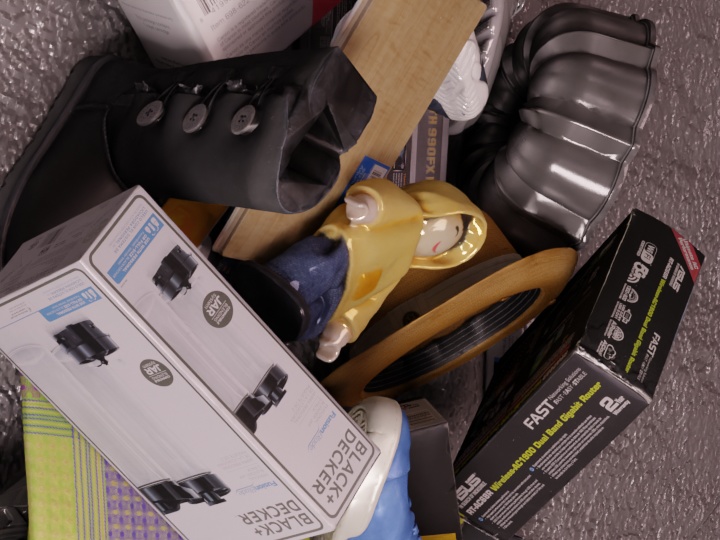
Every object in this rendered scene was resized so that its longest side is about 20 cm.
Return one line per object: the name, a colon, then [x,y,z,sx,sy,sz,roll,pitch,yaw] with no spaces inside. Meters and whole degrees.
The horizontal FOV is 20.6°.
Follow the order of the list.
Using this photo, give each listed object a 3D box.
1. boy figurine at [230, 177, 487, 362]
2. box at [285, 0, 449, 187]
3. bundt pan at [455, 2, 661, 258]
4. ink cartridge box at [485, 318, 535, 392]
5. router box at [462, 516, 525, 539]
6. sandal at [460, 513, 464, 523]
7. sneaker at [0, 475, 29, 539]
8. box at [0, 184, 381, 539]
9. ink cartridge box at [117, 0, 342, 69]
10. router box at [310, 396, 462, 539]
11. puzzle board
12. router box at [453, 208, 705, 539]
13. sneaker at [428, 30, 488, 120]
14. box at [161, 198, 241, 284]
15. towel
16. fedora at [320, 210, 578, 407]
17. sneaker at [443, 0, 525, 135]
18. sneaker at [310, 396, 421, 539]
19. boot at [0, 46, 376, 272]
boy figurine: [0.000,0.000,1.192,0.200,0.064,0.125,-28,142,-46]
box: [-0.003,-0.123,1.316,0.158,0.048,0.201,-4,99,-52]
bundt pan: [0.129,-0.101,1.397,0.076,0.202,0.203,22,75,-13]
ink cartridge box: [0.170,0.058,1.576,0.200,0.039,0.100,-10,102,-52]
router box: [0.072,0.297,1.432,0.149,0.051,0.201,70,39,-62]
sandal: [0.003,0.134,1.350,0.200,0.079,0.087,5,88,-61]
sneaker: [-0.181,0.152,1.105,0.200,0.079,0.074,-34,100,-44]
box: [-0.097,0.060,1.047,0.200,0.116,0.060,49,48,-20]
ink cartridge box: [-0.088,-0.226,1.128,0.145,0.083,0.200,-41,126,-19]
router box: [-0.035,0.180,1.236,0.199,0.052,0.158,-12,109,-13]
puzzle board: [-0.005,-0.089,1.162,0.200,0.017,0.151,-59,159,6]
router box: [0.142,0.073,1.341,0.062,0.200,0.150,33,46,-3]
sneaker: [0.057,-0.206,1.275,0.130,0.079,0.199,-46,118,-27]
box: [-0.070,-0.031,1.178,0.200,0.041,0.119,-55,158,-9]
towel: [-0.106,0.116,1.115,0.200,0.023,0.144,7,71,-41]
fedora: [0.046,0.016,1.332,0.200,0.200,0.082,-9,66,-51]
sneaker: [0.092,-0.188,1.405,0.082,0.075,0.201,26,75,-49]
sneaker: [0.028,0.172,1.180,0.111,0.077,0.201,9,107,-13]
boot: [-0.101,-0.044,1.078,0.066,0.199,0.165,36,68,-48]
